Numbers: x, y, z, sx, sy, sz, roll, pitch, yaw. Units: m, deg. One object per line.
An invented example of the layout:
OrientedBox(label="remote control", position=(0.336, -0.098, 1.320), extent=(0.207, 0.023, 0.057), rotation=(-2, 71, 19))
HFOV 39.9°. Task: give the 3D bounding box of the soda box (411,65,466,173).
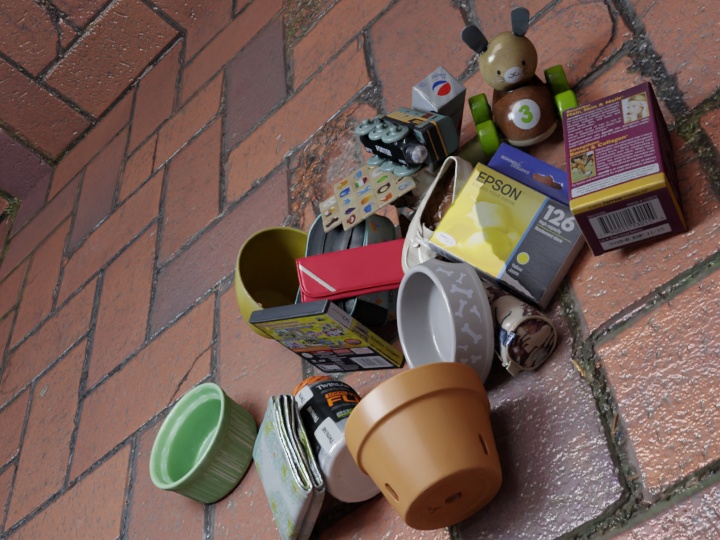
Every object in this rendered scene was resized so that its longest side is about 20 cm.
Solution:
OrientedBox(label="soda box", position=(0.130, -0.253, 1.684), extent=(0.068, 0.201, 0.063), rotation=(-38, 69, -16))

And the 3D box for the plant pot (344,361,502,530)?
OrientedBox(label="plant pot", position=(0.094, 0.236, 1.274), extent=(0.200, 0.199, 0.141), rotation=(-41, 50, 17))

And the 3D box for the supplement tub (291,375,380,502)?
OrientedBox(label="supplement tub", position=(-0.033, 0.244, 1.480), extent=(0.123, 0.122, 0.200), rotation=(-51, 32, 2))

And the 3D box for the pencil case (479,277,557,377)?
OrientedBox(label="pencil case", position=(0.187, 0.071, 1.400), extent=(0.089, 0.078, 0.200), rotation=(-41, 30, -8))

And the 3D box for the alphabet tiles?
OrientedBox(label="alphabet tiles", position=(0.020, -0.137, 1.613), extent=(0.198, 0.006, 0.167), rotation=(-32, 29, 9))

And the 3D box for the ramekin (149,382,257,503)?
OrientedBox(label="ramekin", position=(-0.274, 0.311, 1.756), extent=(0.199, 0.097, 0.202), rotation=(-34, 36, 29))

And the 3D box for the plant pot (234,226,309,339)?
OrientedBox(label="plant pot", position=(-0.145, 0.044, 1.791), extent=(0.142, 0.197, 0.202), rotation=(123, 161, -49))

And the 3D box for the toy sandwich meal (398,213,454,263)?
OrientedBox(label="toy sandwich meal", position=(0.133, -0.075, 1.624), extent=(0.204, 0.070, 0.207), rotation=(-34, 36, 29))

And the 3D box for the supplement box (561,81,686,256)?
OrientedBox(label="supplement box", position=(0.353, -0.138, 1.341), extent=(0.129, 0.103, 0.202), rotation=(-16, 45, 26))

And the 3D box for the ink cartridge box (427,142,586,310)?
OrientedBox(label="ink cartridge box", position=(0.230, -0.074, 1.435), extent=(0.196, 0.047, 0.202), rotation=(29, 84, 28))

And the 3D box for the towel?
OrientedBox(label="towel", position=(-0.109, 0.300, 1.463), extent=(0.201, 0.047, 0.173), rotation=(107, 149, -48))

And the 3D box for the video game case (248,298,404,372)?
OrientedBox(label="video game case", position=(-0.055, 0.109, 1.586), extent=(0.198, 0.180, 0.026), rotation=(-10, 52, 48))

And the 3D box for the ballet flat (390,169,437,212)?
OrientedBox(label="ballet flat", position=(0.091, -0.133, 1.613), extent=(0.067, 0.076, 0.199), rotation=(-33, 22, -17))

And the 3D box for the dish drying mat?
OrientedBox(label="dish drying mat", position=(0.000, 0.000, 1.550), extent=(0.197, 0.018, 0.078), rotation=(-11, 72, 2))

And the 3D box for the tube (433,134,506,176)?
OrientedBox(label="tube", position=(0.162, -0.175, 1.704), extent=(0.199, 0.058, 0.053), rotation=(-37, 54, 28))

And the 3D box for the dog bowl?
OrientedBox(label="dog bowl", position=(0.114, 0.078, 1.405), extent=(0.200, 0.058, 0.204), rotation=(171, 90, -67))

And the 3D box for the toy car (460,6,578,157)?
OrientedBox(label="toy car", position=(0.237, -0.310, 1.553), extent=(0.162, 0.201, 0.159), rotation=(-19, 39, 10))

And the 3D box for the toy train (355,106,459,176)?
OrientedBox(label="toy train", position=(0.072, -0.212, 1.585), extent=(0.113, 0.086, 0.200), rotation=(-29, 24, -15))

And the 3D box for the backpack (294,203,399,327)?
OrientedBox(label="backpack", position=(-0.012, -0.005, 1.656), extent=(0.175, 0.152, 0.204), rotation=(-10, 75, 50))

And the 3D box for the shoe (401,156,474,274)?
OrientedBox(label="shoe", position=(0.111, -0.082, 1.513), extent=(0.069, 0.053, 0.203), rotation=(24, 91, 22))
